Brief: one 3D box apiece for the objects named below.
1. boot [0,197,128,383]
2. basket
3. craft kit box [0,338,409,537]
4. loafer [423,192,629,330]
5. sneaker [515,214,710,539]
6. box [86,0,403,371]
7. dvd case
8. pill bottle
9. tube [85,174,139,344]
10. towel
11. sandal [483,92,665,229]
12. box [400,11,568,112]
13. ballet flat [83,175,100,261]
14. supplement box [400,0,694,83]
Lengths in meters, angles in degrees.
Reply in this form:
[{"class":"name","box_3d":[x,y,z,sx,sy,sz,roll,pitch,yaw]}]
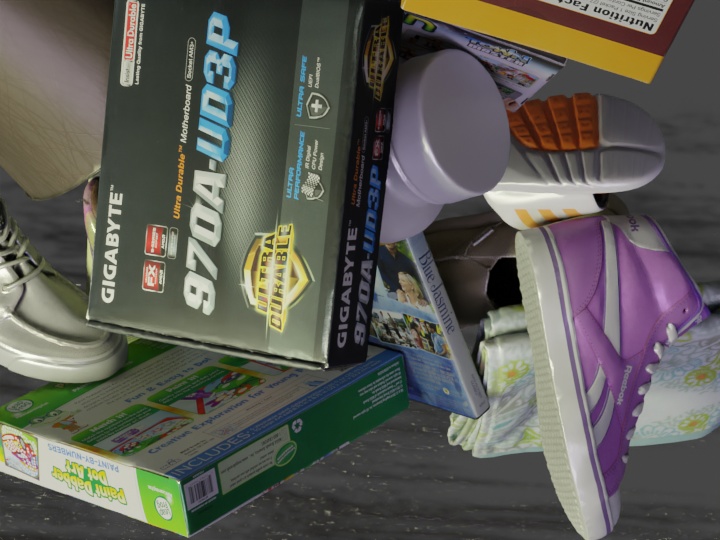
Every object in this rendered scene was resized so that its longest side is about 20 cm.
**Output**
[{"class":"boot","box_3d":[-0.242,-0.003,1.419,0.200,0.074,0.096,23,136,16]},{"class":"basket","box_3d":[-0.209,-0.160,1.242,0.180,0.136,0.200,-30,122,35]},{"class":"craft kit box","box_3d":[-0.106,0.091,1.391,0.197,0.200,0.049,15,121,43]},{"class":"loafer","box_3d":[0.083,0.004,1.411,0.200,0.068,0.076,-24,128,30]},{"class":"sneaker","box_3d":[0.166,0.064,1.320,0.114,0.073,0.201,-10,104,-9]},{"class":"box","box_3d":[-0.064,-0.057,1.154,0.159,0.046,0.200,10,97,29]},{"class":"dvd case","box_3d":[0.000,0.000,1.376,0.143,0.018,0.200,15,136,47]},{"class":"pill bottle","box_3d":[-0.018,-0.064,1.224,0.200,0.111,0.111,-13,134,38]},{"class":"tube","box_3d":[-0.160,0.006,1.464,0.058,0.052,0.200,11,137,5]},{"class":"towel","box_3d":[0.164,0.069,1.430,0.200,0.048,0.171,-7,154,-9]},{"class":"sandal","box_3d":[0.093,-0.062,1.342,0.207,0.079,0.059,-1,138,22]},{"class":"box","box_3d":[0.013,-0.148,1.195,0.200,0.035,0.110,19,167,-8]},{"class":"ballet flat","box_3d":[-0.111,0.006,1.308,0.071,0.069,0.200,-17,147,37]},{"class":"supplement box","box_3d":[0.118,-0.241,1.054,0.133,0.197,0.200,16,136,-8]}]
